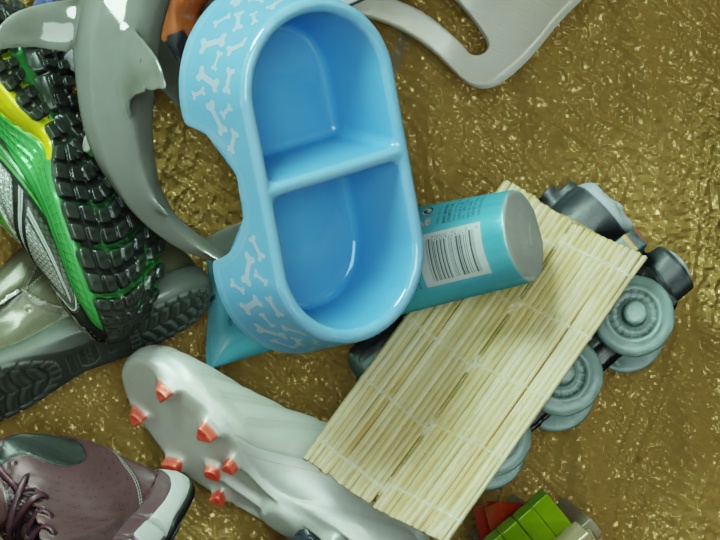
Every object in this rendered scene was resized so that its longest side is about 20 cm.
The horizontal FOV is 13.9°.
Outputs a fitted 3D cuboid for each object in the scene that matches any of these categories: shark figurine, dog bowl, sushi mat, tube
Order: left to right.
[{"bbox_3d":[-0.108,-0.081,1.554,0.128,0.089,0.215,-19,100,-28],"label":"shark figurine"},{"bbox_3d":[-0.025,-0.052,1.531,0.111,0.050,0.200,-18,104,-31],"label":"dog bowl"},{"bbox_3d":[0.000,0.000,1.624,0.200,0.050,0.077,-11,63,25],"label":"tube"},{"bbox_3d":[0.062,0.049,1.612,0.096,0.012,0.200,32,76,18],"label":"sushi mat"}]

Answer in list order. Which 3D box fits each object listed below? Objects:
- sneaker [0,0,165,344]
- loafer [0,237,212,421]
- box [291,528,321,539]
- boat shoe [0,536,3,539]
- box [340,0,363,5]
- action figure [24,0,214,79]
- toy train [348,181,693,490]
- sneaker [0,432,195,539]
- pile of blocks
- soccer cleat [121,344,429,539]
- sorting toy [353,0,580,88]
[{"bbox_3d":[-0.176,-0.048,1.607,0.085,0.078,0.200,-34,79,33],"label":"sneaker"},{"bbox_3d":[-0.184,0.029,1.643,0.200,0.075,0.070,-22,67,-15],"label":"loafer"},{"bbox_3d":[0.020,0.262,1.554,0.104,0.182,0.200,-46,110,4],"label":"box"},{"bbox_3d":[-0.144,0.194,1.632,0.201,0.073,0.063,32,89,4],"label":"boat shoe"},{"bbox_3d":[0.012,-0.237,1.580,0.200,0.049,0.161,-24,96,-3],"label":"box"},{"bbox_3d":[-0.127,-0.141,1.656,0.193,0.105,0.200,35,110,4],"label":"action figure"},{"bbox_3d":[0.088,0.038,1.658,0.200,0.085,0.114,-40,82,-6],"label":"toy train"},{"bbox_3d":[-0.174,0.155,1.568,0.115,0.200,0.076,29,124,2],"label":"sneaker"},{"bbox_3d":[0.088,0.167,1.595,0.082,0.200,0.062,-33,110,19],"label":"pile of blocks"},{"bbox_3d":[-0.046,0.103,1.647,0.200,0.069,0.078,40,53,-6],"label":"soccer cleat"},{"bbox_3d":[0.063,-0.206,1.663,0.200,0.107,0.180,29,92,-4],"label":"sorting toy"}]
